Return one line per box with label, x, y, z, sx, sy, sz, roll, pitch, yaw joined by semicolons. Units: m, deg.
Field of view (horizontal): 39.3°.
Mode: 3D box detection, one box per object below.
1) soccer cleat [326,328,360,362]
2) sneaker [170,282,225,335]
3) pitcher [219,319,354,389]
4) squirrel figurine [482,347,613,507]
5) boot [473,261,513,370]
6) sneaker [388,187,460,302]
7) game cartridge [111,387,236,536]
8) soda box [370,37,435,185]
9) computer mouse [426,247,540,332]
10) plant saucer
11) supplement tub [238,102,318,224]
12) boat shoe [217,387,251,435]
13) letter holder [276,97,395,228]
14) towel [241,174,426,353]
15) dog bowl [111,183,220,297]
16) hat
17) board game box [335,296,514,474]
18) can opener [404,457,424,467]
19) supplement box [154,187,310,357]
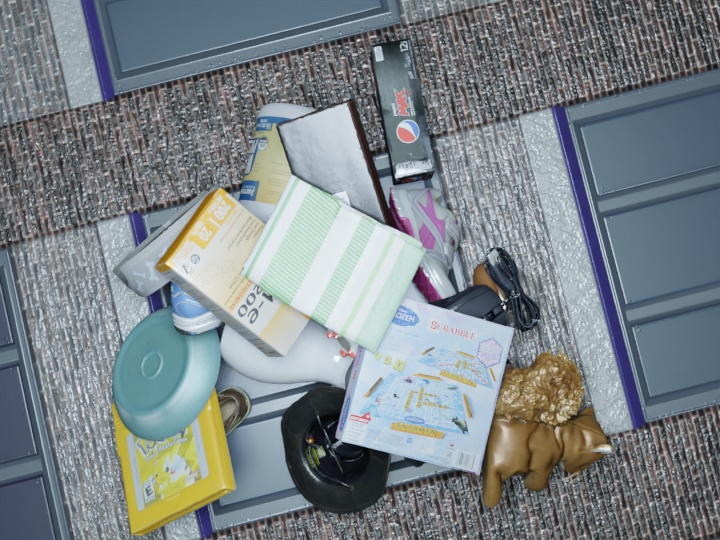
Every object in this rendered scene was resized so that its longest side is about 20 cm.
soccer cleat;0.035;0.114;1.366;0.200;0.069;0.078;43;78;-9
sneaker;-0.168;0.019;1.383;0.199;0.076;0.078;-25;118;-24
pitcher;-0.091;0.089;1.432;0.198;0.122;0.173;16;122;-1
squirrel figurine;0.260;0.217;1.407;0.184;0.142;0.202;2;116;-6
boot;0.137;0.093;1.470;0.153;0.077;0.202;-6;97;-2
sneaker;0.108;-0.042;1.458;0.087;0.081;0.202;-16;70;-6
game cartridge;-0.268;0.246;1.417;0.175;0.032;0.202;-29;61;20
soda box;0.061;-0.233;1.490;0.063;0.071;0.202;-10;86;-1
computer mouse;0.143;0.069;1.391;0.199;0.053;0.139;-28;111;8
plant saucer;-0.288;0.138;1.434;0.198;0.036;0.202;-14;63;28
supplement tub;-0.097;-0.125;1.449;0.143;0.145;0.202;12;86;2
boat shoe;-0.246;0.246;1.460;0.075;0.075;0.203;42;88;3
letter holder;-0.026;-0.120;1.359;0.100;0.142;0.202;-17;100;8
towel;-0.034;-0.010;1.279;0.199;0.023;0.154;29;86;-2
dog bowl;-0.260;-0.040;1.426;0.200;0.200;0.059;-39;101;-2
hat;-0.018;0.248;1.440;0.199;0.081;0.203;9;105;35
board game box;0.086;0.147;1.325;0.198;0.041;0.202;17;85;-16
can opener;0.051;0.191;1.449;0.078;0.063;0.202;-23;111;-7
supplement box;-0.150;0.005;1.322;0.199;0.073;0.127;39;72;-16
